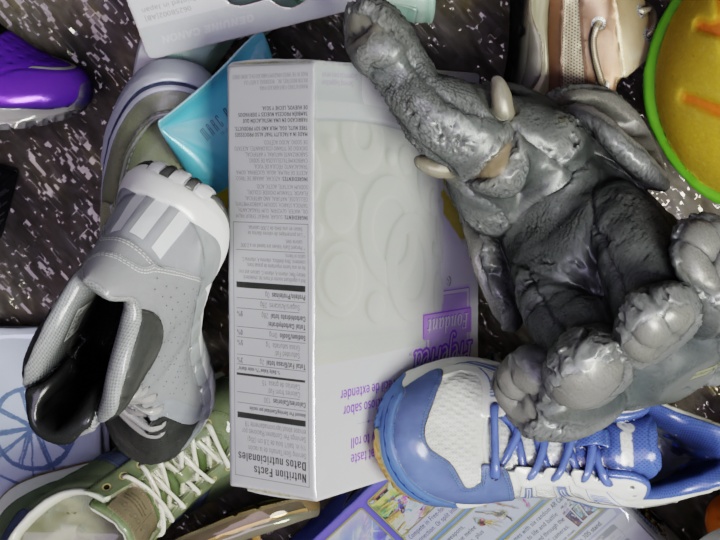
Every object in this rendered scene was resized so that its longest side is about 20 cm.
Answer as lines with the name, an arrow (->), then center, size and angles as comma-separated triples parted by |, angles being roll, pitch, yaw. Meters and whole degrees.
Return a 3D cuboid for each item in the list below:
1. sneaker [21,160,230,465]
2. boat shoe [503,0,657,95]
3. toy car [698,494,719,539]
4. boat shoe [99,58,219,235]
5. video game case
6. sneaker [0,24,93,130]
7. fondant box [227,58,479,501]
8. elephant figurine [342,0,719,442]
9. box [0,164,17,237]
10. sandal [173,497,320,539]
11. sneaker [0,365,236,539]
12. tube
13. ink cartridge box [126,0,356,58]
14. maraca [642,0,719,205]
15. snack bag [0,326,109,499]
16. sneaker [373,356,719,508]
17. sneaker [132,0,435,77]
sneaker -> -0.121, 0.051, 0.716 | 0.074, 0.116, 0.201 | 23, 137, 11
boat shoe -> 0.112, -0.122, 0.774 | 0.073, 0.076, 0.202 | 6, 114, -1
toy car -> 0.259, 0.129, 0.776 | 0.174, 0.200, 0.151 | 4, 71, -33
boat shoe -> -0.103, -0.012, 0.796 | 0.071, 0.062, 0.201 | 5, 126, -8
video game case -> 0.067, 0.179, 0.869 | 0.181, 0.045, 0.200 | 44, 104, -8
sneaker -> -0.235, -0.137, 0.800 | 0.198, 0.070, 0.100 | 13, 104, 1
fondant box -> 0.000, 0.000, 0.755 | 0.058, 0.144, 0.202 | 5, 96, 36
elephant figurine -> 0.091, -0.034, 0.713 | 0.141, 0.156, 0.201 | -25, 64, -17
box -> -0.281, -0.033, 0.765 | 0.160, 0.200, 0.049 | 21, 108, 0
sandal -> -0.103, 0.183, 0.861 | 0.199, 0.080, 0.054 | -31, 84, 7
sneaker -> -0.116, 0.124, 0.837 | 0.199, 0.090, 0.068 | -27, 107, 3
tube -> -0.039, -0.018, 0.790 | 0.050, 0.078, 0.201 | 7, 134, 40
ink cartridge box -> -0.057, -0.213, 0.703 | 0.161, 0.057, 0.201 | -12, 130, 8
maraca -> 0.228, -0.113, 0.725 | 0.200, 0.107, 0.137 | -39, 90, 14
snack bag -> -0.244, 0.120, 0.895 | 0.198, 0.021, 0.190 | 1, 107, 2
sneaker -> 0.100, 0.079, 0.747 | 0.199, 0.088, 0.076 | 6, 79, -37
sneaker -> -0.028, -0.138, 0.774 | 0.118, 0.074, 0.201 | 36, 103, 2
